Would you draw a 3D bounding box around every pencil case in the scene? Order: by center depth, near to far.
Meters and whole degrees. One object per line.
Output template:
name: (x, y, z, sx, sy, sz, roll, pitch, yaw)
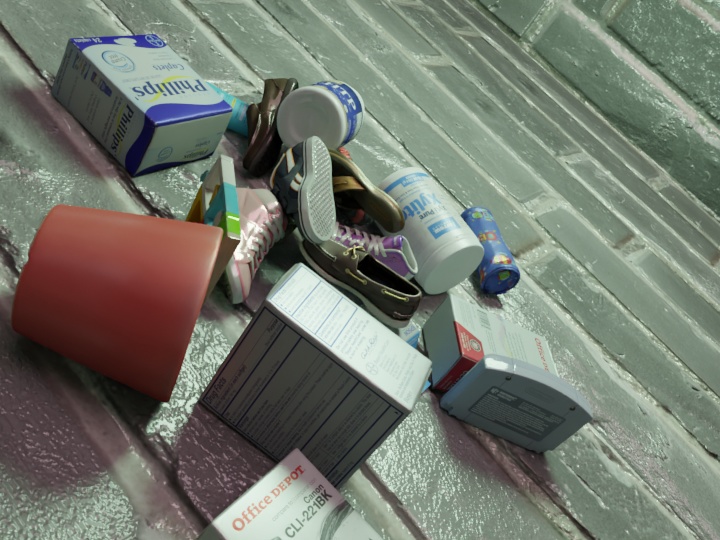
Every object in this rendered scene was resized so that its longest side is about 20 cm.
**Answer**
pencil case: (0.249, -0.036, 1.434, 0.077, 0.087, 0.201, -10, 44, -3)

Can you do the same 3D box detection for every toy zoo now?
toy zoo: (-0.204, -0.065, 0.993, 0.020, 0.131, 0.201, 16, 38, -29)

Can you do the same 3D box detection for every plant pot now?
plant pot: (-0.261, 0.023, 0.791, 0.176, 0.201, 0.201, 18, 36, -13)

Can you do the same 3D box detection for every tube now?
tube: (-0.254, -0.293, 1.303, 0.199, 0.050, 0.078, 24, 62, -18)

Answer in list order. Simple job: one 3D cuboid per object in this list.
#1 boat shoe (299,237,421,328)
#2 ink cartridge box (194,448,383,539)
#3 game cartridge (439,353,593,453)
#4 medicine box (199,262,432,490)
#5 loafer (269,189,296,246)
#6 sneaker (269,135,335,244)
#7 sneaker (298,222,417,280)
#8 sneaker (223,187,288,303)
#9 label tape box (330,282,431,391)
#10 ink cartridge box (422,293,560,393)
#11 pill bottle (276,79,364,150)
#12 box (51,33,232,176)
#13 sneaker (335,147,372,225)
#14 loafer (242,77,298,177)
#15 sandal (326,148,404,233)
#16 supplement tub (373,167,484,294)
boat shoe: (0.000, 0.000, 1.049, 0.200, 0.060, 0.072, 38, 33, 15)
ink cartridge box: (-0.054, 0.300, 0.723, 0.200, 0.084, 0.144, 44, 34, 11)
game cartridge: (0.235, 0.196, 1.081, 0.199, 0.133, 0.041, 26, 40, -17)
medicine box: (-0.053, 0.128, 0.846, 0.200, 0.182, 0.103, 38, 32, 0)
loafer: (-0.123, -0.100, 1.176, 0.076, 0.068, 0.200, 32, 48, -2)
sneaker: (-0.086, -0.108, 1.080, 0.078, 0.079, 0.201, 49, 28, -40)
sneaker: (0.005, -0.044, 1.140, 0.200, 0.114, 0.073, 36, 41, -25)
sneaker: (-0.149, -0.045, 1.034, 0.104, 0.076, 0.201, -5, 49, -11)
label tape box: (0.016, 0.104, 1.052, 0.200, 0.066, 0.143, 43, 33, 13)
ink cartridge box: (0.209, 0.145, 1.162, 0.199, 0.083, 0.146, 25, 32, -19)
pill bottle: (-0.060, -0.272, 1.287, 0.119, 0.120, 0.200, 37, 24, 0)
box: (-0.335, -0.264, 1.140, 0.200, 0.105, 0.184, 44, 34, 10)
sneaker: (-0.043, -0.155, 1.313, 0.097, 0.071, 0.201, 8, 41, -38)
loafer: (-0.168, -0.252, 1.276, 0.071, 0.073, 0.201, 15, 65, 7)
sandal: (-0.016, -0.122, 1.150, 0.200, 0.080, 0.054, 42, 68, 15)
supplement tub: (0.113, -0.073, 1.303, 0.131, 0.132, 0.200, -3, 49, -45)
